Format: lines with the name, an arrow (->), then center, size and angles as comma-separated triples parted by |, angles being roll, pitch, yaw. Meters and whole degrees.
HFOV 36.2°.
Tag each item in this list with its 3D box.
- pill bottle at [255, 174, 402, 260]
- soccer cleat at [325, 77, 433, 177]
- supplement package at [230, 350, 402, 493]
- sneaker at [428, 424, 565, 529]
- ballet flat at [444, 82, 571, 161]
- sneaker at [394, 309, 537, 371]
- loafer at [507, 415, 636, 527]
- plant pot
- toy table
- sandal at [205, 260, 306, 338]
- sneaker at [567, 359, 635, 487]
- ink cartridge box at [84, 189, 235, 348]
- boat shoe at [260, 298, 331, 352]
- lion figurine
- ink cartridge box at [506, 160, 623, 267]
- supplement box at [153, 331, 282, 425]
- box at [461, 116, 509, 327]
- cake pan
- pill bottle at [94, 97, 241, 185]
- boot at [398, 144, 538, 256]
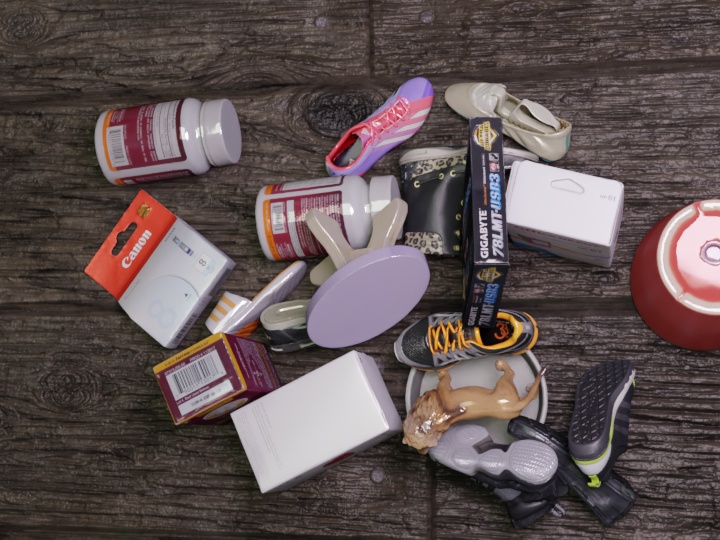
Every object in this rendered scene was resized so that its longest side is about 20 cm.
pill bottle -> -0.043, -0.078, 1.578 | 0.196, 0.110, 0.112 | -6, 80, 12
soccer cleat -> 0.028, -0.205, 1.597 | 0.200, 0.076, 0.067 | -43, 75, 4
supplement package -> -0.057, 0.212, 1.532 | 0.198, 0.121, 0.121 | -28, 76, 8
sneaker -> 0.179, 0.276, 1.449 | 0.198, 0.075, 0.115 | 5, 125, 42
ballet flat -> 0.212, -0.228, 1.562 | 0.198, 0.069, 0.070 | 29, 89, 12
sneaker -> 0.139, 0.087, 1.490 | 0.197, 0.077, 0.080 | -13, 80, 12
loafer -> 0.272, 0.267, 1.458 | 0.199, 0.068, 0.071 | 36, 99, -4
plant pot -> 0.449, -0.005, 1.419 | 0.197, 0.177, 0.204 | -2, 80, 13
toy table -> 0.000, 0.000, 1.489 | 0.198, 0.184, 0.118 | -30, 46, 20
sandal -> -0.167, 0.047, 1.610 | 0.206, 0.079, 0.059 | -43, 74, -5
sneaker -> 0.319, 0.201, 1.447 | 0.071, 0.201, 0.084 | -7, 121, 36
ink cartridge box -> -0.310, -0.006, 1.661 | 0.199, 0.047, 0.161 | 37, 91, 13
boat shoe -> -0.042, 0.077, 1.588 | 0.196, 0.072, 0.069 | -8, 118, 5
lion figurine -> 0.151, 0.174, 1.442 | 0.197, 0.123, 0.073 | -19, 106, 19
ink cartridge box -> 0.270, -0.072, 1.457 | 0.142, 0.200, 0.086 | 13, 84, 15
supplement box -> -0.192, 0.154, 1.530 | 0.109, 0.200, 0.087 | -27, 78, 7
box -> 0.155, -0.057, 1.393 | 0.049, 0.201, 0.202 | 0, 66, 1
cake pan -> 0.162, 0.178, 1.529 | 0.196, 0.037, 0.204 | -2, 81, 12
pill bottle -> -0.286, -0.196, 1.649 | 0.196, 0.114, 0.116 | -6, 80, 12
boot -> 0.151, -0.097, 1.560 | 0.200, 0.073, 0.157 | 0, 86, 13
